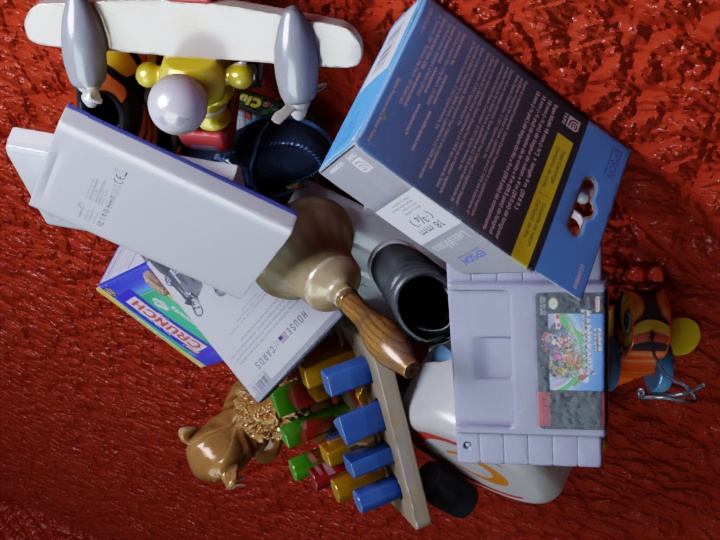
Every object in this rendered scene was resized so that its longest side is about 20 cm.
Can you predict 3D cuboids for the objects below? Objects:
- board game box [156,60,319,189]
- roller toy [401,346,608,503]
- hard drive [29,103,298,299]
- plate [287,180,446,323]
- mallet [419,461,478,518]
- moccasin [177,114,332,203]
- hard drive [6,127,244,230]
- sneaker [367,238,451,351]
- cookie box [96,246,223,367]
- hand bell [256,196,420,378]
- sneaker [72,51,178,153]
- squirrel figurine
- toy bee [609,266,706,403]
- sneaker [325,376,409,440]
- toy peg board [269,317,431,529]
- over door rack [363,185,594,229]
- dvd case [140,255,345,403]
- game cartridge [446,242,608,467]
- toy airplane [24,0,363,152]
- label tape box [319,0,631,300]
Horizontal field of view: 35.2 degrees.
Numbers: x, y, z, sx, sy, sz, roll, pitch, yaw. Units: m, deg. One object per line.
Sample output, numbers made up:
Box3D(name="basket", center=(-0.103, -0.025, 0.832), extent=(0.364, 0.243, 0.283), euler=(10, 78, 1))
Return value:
Box3D(name="board game box", center=(-0.132, -0.136, 1.047), extent=(0.197, 0.024, 0.105), euler=(20, 154, 12))
Box3D(name="roller toy", center=(0.143, 0.135, 1.146), extent=(0.198, 0.141, 0.183), euler=(19, 161, 30))
Box3D(name="hard drive", center=(-0.165, -0.051, 0.939), extent=(0.198, 0.026, 0.132), euler=(25, 145, -14))
Box3D(name="plate", center=(0.000, 0.000, 1.133), extent=(0.198, 0.033, 0.200), euler=(26, 155, -10))
Box3D(name="mallet", center=(0.046, 0.208, 1.232), extent=(0.066, 0.041, 0.199), euler=(36, 173, -36))
Box3D(name="moccasin", center=(-0.102, -0.082, 1.015), extent=(0.198, 0.069, 0.080), euler=(-13, 135, 47))
Box3D(name="hard drive", center=(-0.194, -0.065, 0.991), extent=(0.197, 0.027, 0.132), euler=(10, 153, 8))
Box3D(name="sneaker", center=(0.093, 0.051, 1.001), extent=(0.199, 0.071, 0.099), euler=(33, -168, -14))
Box3D(name="cookie box", center=(-0.185, 0.024, 1.302), extent=(0.171, 0.076, 0.199), euler=(39, 150, -22))
Box3D(name="hand bell", center=(-0.006, 0.030, 0.957), extent=(0.200, 0.104, 0.104), euler=(47, 174, 46))
Box3D(name="sneaker", center=(-0.216, -0.129, 1.003), extent=(0.069, 0.091, 0.201), euler=(19, 149, 10))
Box3D(name="squirrel figurine", center=(-0.125, 0.167, 1.352), extent=(0.142, 0.186, 0.200), euler=(48, 143, 10))
Box3D(name="toy bee", center=(0.246, 0.053, 0.990), extent=(0.129, 0.111, 0.199), euler=(4, 177, -28))
Box3D(name="sneaker", center=(0.012, 0.170, 1.404), extent=(0.078, 0.076, 0.199), euler=(45, 140, -15))
Box3D(name="toy peg board", center=(-0.026, 0.157, 1.181), extent=(0.199, 0.097, 0.203), euler=(-149, 42, -68))
Box3D(name="over door rack", center=(0.088, -0.057, 0.946), extent=(0.197, 0.067, 0.148), euler=(21, 151, 9))
Box3D(name="dvd case", center=(-0.118, 0.010, 1.122), extent=(0.201, 0.025, 0.150), euler=(49, 122, 8))
Box3D(name="game cartridge", center=(0.137, 0.068, 0.926), extent=(0.128, 0.038, 0.203), euler=(1, 113, 16))
Box3D(name="toy airplane", center=(-0.125, -0.170, 0.850), extent=(0.198, 0.143, 0.199), euler=(34, 139, -32))
Box3D(name="label tape box", center=(0.087, -0.079, 0.825), extent=(0.199, 0.145, 0.063), euler=(34, 151, -15))
